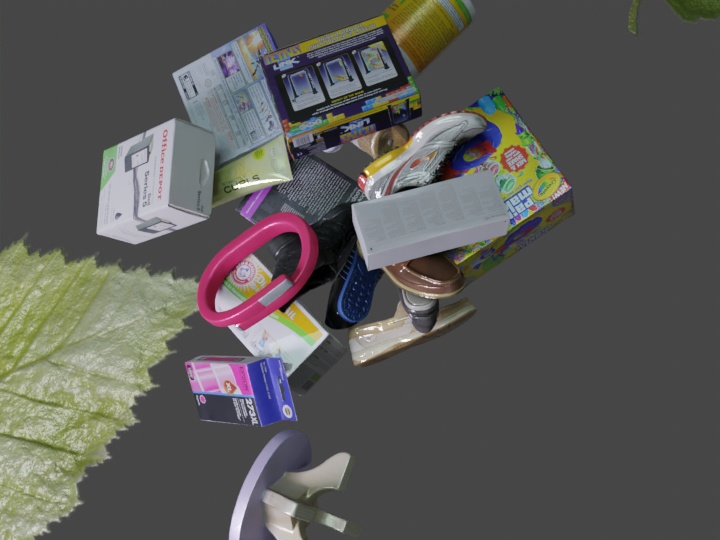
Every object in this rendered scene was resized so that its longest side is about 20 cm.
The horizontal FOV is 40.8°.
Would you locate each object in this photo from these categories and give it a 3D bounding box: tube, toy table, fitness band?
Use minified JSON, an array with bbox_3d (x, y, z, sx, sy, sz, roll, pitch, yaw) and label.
[{"bbox_3d":[-0.197,-0.146,1.532,0.198,0.052,0.058,-20,114,23],"label":"tube"},{"bbox_3d":[-0.087,0.333,1.342,0.116,0.183,0.202,13,86,34],"label":"toy table"},{"bbox_3d":[-0.146,0.002,1.362,0.199,0.037,0.144,-33,44,15],"label":"fitness band"}]

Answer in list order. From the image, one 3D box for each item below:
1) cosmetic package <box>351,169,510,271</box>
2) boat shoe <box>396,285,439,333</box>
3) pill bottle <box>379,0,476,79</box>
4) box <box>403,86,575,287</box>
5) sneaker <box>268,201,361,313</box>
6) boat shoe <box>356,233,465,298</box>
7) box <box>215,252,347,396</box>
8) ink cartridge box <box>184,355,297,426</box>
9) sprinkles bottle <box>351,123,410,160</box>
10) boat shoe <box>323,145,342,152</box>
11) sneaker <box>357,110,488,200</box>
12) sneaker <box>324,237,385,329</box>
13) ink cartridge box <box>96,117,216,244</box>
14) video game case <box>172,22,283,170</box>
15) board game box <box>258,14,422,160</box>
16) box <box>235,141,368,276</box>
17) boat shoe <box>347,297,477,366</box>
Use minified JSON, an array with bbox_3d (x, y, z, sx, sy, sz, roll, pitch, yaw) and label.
[{"bbox_3d":[0.093,-0.067,1.302,0.198,0.051,0.083,-14,61,-6],"label":"cosmetic package"},{"bbox_3d":[0.078,0.010,1.402,0.066,0.057,0.201,-7,39,2],"label":"boat shoe"},{"bbox_3d":[0.076,-0.367,1.516,0.200,0.111,0.111,-44,69,-1],"label":"pill bottle"},{"bbox_3d":[0.178,-0.119,1.416,0.199,0.122,0.194,-34,70,4],"label":"box"},{"bbox_3d":[-0.055,-0.023,1.411,0.198,0.060,0.104,-25,56,-20],"label":"sneaker"},{"bbox_3d":[0.064,-0.025,1.346,0.072,0.068,0.199,-32,45,-27],"label":"boat shoe"},{"bbox_3d":[-0.131,0.075,1.446,0.101,0.113,0.200,-44,68,-2],"label":"box"},{"bbox_3d":[-0.176,0.174,1.403,0.199,0.037,0.096,-5,103,43],"label":"ink cartridge box"},{"bbox_3d":[-0.002,-0.228,1.476,0.068,0.068,0.200,-46,41,-1],"label":"sprinkles bottle"},{"bbox_3d":[-0.071,-0.267,1.467,0.070,0.066,0.202,-33,52,36],"label":"boat shoe"},{"bbox_3d":[0.096,-0.148,1.348,0.199,0.078,0.083,-36,73,14],"label":"sneaker"},{"bbox_3d":[0.000,0.000,1.458,0.070,0.078,0.201,36,60,-15],"label":"sneaker"},{"bbox_3d":[-0.324,-0.138,1.526,0.199,0.084,0.147,-14,68,42],"label":"ink cartridge box"},{"bbox_3d":[-0.195,-0.280,1.597,0.180,0.045,0.202,-26,70,7],"label":"video game case"},{"bbox_3d":[-0.030,-0.266,1.395,0.198,0.057,0.167,-18,58,-2],"label":"board game box"},{"bbox_3d":[-0.080,-0.100,1.523,0.199,0.036,0.144,34,86,22],"label":"box"},{"bbox_3d":[0.070,0.075,1.414,0.198,0.074,0.070,-23,76,8],"label":"boat shoe"}]
